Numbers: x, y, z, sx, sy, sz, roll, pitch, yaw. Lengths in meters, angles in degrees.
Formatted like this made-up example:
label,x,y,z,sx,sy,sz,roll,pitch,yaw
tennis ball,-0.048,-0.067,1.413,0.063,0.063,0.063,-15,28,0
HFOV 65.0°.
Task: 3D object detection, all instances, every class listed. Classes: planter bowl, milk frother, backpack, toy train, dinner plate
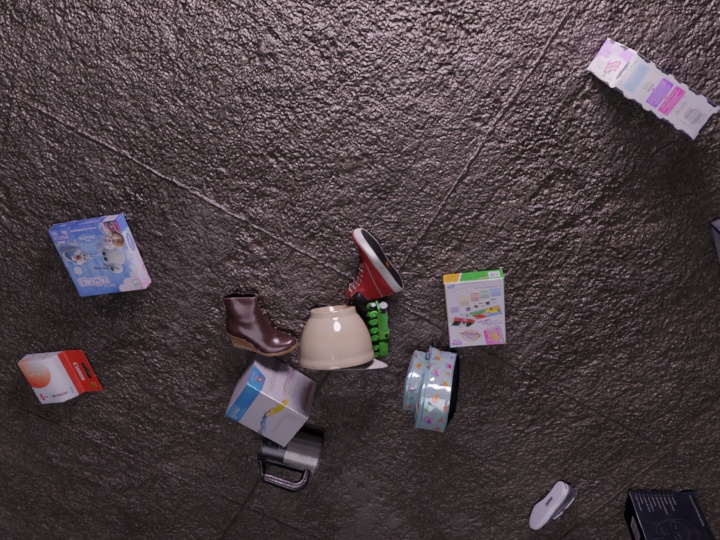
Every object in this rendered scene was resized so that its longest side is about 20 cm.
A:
label,x,y,z,sx,sy,sz,roll,pitch,yaw
planter bowl,-0.066,0.163,1.453,0.195,0.200,0.138,-4,93,8
milk frother,-0.224,0.579,1.744,0.184,0.184,0.200,16,164,-4
backpack,0.188,0.318,1.494,0.149,0.201,0.179,8,122,1
toy train,0.049,0.156,1.485,0.055,0.042,0.203,-11,133,-9
dinner plate,-0.025,0.248,1.503,0.195,0.200,0.025,-4,83,8

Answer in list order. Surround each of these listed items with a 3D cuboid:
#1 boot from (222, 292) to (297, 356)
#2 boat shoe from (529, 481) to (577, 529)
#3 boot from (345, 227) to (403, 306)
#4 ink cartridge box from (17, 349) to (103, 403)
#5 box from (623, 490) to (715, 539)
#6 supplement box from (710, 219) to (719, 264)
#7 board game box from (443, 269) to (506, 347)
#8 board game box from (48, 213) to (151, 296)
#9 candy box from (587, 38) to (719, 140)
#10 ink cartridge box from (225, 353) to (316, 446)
label,x,y,z,sx,sy,sz,roll,pitch,yaw
boot,-0.271,0.142,1.514,0.195,0.073,0.170,4,123,8
boat shoe,0.608,0.750,1.779,0.067,0.072,0.203,24,112,-7
boot,0.000,0.000,1.408,0.142,0.073,0.201,-24,118,20
ink cartridge box,-0.900,0.323,1.699,0.195,0.050,0.165,-5,120,13
box,0.920,0.780,1.684,0.192,0.202,0.126,-3,122,8
supplement box,0.883,-0.025,1.280,0.099,0.104,0.202,-21,115,16
board game box,0.294,0.101,1.450,0.149,0.041,0.204,-5,119,9
board game box,-0.675,-0.035,1.471,0.195,0.044,0.203,-7,120,10
candy box,0.555,-0.353,1.086,0.197,0.169,0.072,27,120,-10
ink cartridge box,-0.248,0.361,1.595,0.198,0.148,0.147,32,118,-12
